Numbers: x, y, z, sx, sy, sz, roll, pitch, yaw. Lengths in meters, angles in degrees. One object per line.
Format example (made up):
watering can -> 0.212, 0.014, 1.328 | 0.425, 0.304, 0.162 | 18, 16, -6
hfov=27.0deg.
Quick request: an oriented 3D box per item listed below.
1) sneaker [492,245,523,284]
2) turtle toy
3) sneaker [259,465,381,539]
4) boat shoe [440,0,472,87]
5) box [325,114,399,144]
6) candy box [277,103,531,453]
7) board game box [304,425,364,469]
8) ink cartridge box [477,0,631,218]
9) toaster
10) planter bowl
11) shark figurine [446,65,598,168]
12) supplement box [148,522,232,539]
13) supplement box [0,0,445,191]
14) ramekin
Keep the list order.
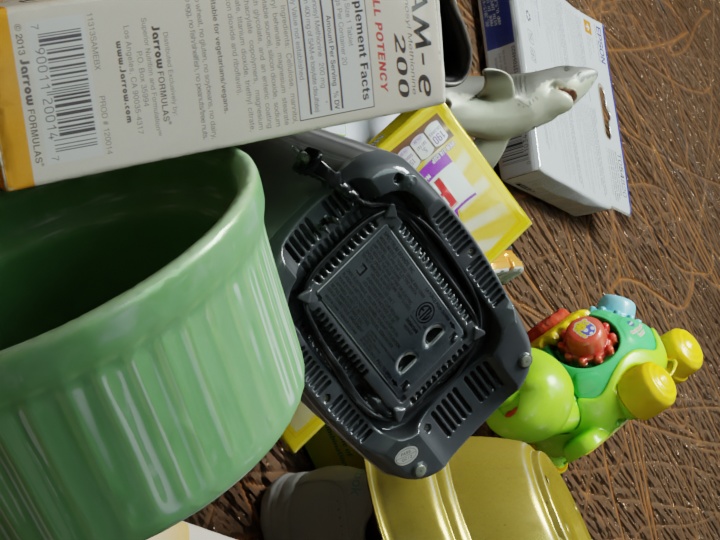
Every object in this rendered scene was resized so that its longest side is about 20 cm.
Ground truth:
sneaker -> 0.039, -0.020, 1.025 | 0.200, 0.078, 0.077 | 6, 59, -62
turtle toy -> 0.159, 0.084, 1.122 | 0.101, 0.146, 0.200 | 54, 32, 4
sneaker -> 0.015, 0.205, 0.859 | 0.075, 0.088, 0.200 | -42, 113, -58
boat shoe -> 0.021, -0.162, 0.811 | 0.057, 0.067, 0.200 | 40, -5, 25
box -> -0.057, -0.157, 0.892 | 0.176, 0.097, 0.200 | 2, 75, -59
candy box -> 0.000, 0.000, 0.861 | 0.200, 0.026, 0.102 | -44, 112, -14
board game box -> 0.029, 0.138, 0.952 | 0.102, 0.048, 0.200 | -46, 116, -56
ink cartridge box -> 0.171, -0.153, 1.324 | 0.200, 0.041, 0.200 | 18, 61, -55
toaster -> -0.013, 0.005, 0.756 | 0.114, 0.129, 0.200 | -46, 125, -11
planter bowl -> 0.083, 0.157, 0.838 | 0.201, 0.083, 0.200 | 59, 12, -21
shark figurine -> 0.059, -0.147, 1.129 | 0.214, 0.128, 0.090 | 17, 35, -36
supplement box -> -0.076, 0.196, 0.711 | 0.200, 0.073, 0.126 | 31, 51, -49
supplement box -> -0.079, -0.097, 0.657 | 0.200, 0.126, 0.074 | -14, 108, -25
ramekin -> -0.120, 0.034, 0.613 | 0.200, 0.200, 0.098 | -54, 130, -53
